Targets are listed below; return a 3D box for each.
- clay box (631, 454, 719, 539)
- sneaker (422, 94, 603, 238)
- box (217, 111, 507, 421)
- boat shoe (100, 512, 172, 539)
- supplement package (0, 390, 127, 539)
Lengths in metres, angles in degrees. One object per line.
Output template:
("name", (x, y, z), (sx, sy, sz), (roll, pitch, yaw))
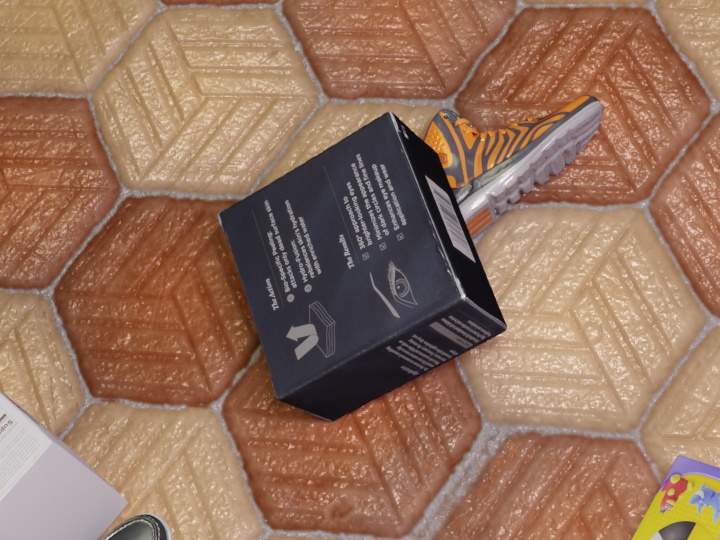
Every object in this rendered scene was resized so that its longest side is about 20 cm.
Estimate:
("clay box", (0.268, 0.261, 1.185), (0.114, 0.048, 0.201), (12, 64, 52))
("sneaker", (0.133, -0.128, 1.387), (0.199, 0.078, 0.112), (-36, 67, -5))
("box", (0.000, 0.000, 1.311), (0.198, 0.117, 0.199), (-28, 64, 17))
("boat shoe", (-0.247, 0.299, 1.288), (0.075, 0.060, 0.201), (32, 76, 21))
("supplement package", (-0.321, 0.206, 1.264), (0.110, 0.200, 0.156), (36, 77, 22))
